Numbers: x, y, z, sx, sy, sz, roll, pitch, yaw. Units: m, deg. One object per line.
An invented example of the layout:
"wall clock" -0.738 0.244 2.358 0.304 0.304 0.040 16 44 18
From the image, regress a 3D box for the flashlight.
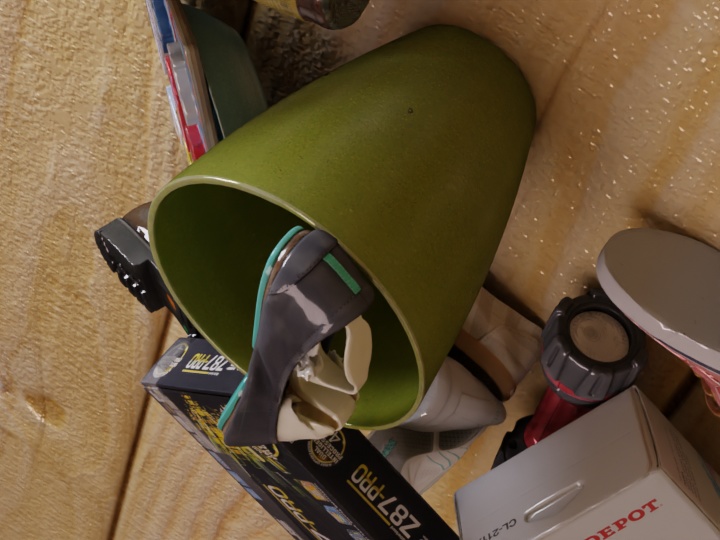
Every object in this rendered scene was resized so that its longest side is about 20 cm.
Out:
"flashlight" 0.129 0.091 1.455 0.067 0.068 0.200 7 145 -10

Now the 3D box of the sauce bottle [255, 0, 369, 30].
"sauce bottle" -0.085 -0.203 1.321 0.199 0.065 0.065 24 146 24

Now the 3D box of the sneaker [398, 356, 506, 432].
"sneaker" 0.015 0.072 1.497 0.088 0.076 0.200 20 -178 -40

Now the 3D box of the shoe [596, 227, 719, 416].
"shoe" 0.219 0.058 1.314 0.199 0.072 0.091 30 143 9

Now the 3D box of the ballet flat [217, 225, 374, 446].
"ballet flat" -0.031 0.053 1.197 0.073 0.073 0.200 35 147 10

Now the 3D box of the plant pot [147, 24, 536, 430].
"plant pot" 0.011 -0.046 1.285 0.187 0.200 0.188 28 148 19

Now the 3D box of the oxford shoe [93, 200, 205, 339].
"oxford shoe" -0.090 0.015 1.508 0.200 0.084 0.073 45 159 26

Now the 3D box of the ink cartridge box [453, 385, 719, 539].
"ink cartridge box" 0.174 0.186 1.419 0.145 0.083 0.200 -32 124 18

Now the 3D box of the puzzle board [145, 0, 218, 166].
"puzzle board" -0.111 -0.107 1.424 0.151 0.017 0.201 -113 11 -45

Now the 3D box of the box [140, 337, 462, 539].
"box" -0.034 0.126 1.436 0.200 0.049 0.161 48 163 -20

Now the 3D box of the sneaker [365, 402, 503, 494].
"sneaker" 0.049 0.106 1.576 0.071 0.080 0.200 50 131 11

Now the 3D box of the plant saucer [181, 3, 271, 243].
"plant saucer" -0.076 -0.077 1.422 0.200 0.036 0.201 164 90 -84

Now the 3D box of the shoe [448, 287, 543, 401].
"shoe" 0.036 0.004 1.478 0.200 0.053 0.070 41 171 7
